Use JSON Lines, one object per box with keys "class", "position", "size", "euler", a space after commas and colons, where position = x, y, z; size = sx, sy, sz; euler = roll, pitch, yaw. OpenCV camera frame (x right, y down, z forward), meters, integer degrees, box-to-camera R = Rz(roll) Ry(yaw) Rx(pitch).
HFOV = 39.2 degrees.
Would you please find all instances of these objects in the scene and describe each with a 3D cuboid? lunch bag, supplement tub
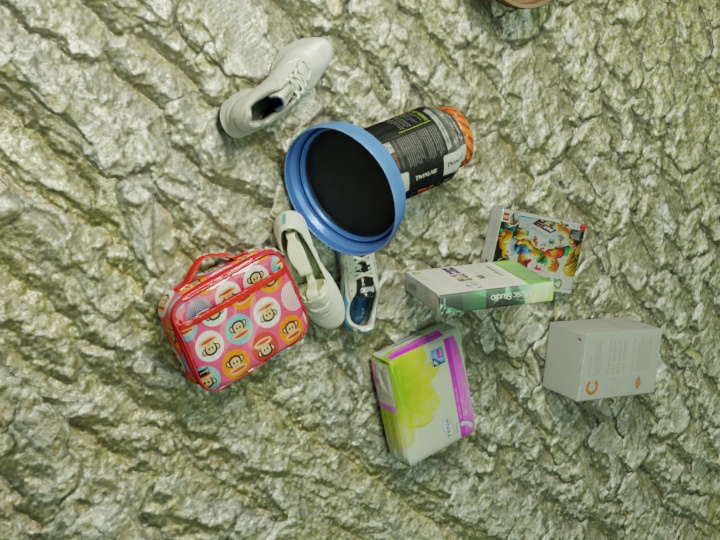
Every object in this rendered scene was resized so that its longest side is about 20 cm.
{"class": "lunch bag", "position": [-0.185, 0.055, 1.454], "size": [0.199, 0.082, 0.178], "euler": [-31, 111, -25]}
{"class": "supplement tub", "position": [0.066, -0.173, 1.531], "size": [0.198, 0.122, 0.124], "euler": [-24, 113, -25]}

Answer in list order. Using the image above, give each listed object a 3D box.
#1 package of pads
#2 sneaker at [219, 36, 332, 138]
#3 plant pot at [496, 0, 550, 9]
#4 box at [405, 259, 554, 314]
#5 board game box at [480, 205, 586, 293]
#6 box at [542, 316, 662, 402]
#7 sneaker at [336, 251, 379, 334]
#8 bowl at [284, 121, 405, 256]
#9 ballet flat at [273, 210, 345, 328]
{"class": "package of pads", "position": [0.104, 0.206, 1.670], "size": [0.153, 0.068, 0.202], "euler": [-23, 111, -27]}
{"class": "sneaker", "position": [-0.106, -0.255, 1.427], "size": [0.200, 0.087, 0.075], "euler": [-47, 118, -16]}
{"class": "plant pot", "position": [0.236, -0.511, 1.581], "size": [0.199, 0.092, 0.204], "euler": [-7, 103, -30]}
{"class": "box", "position": [0.188, 0.025, 1.615], "size": [0.198, 0.144, 0.037], "euler": [-7, 107, -17]}
{"class": "board game box", "position": [0.299, -0.034, 1.760], "size": [0.198, 0.035, 0.128], "euler": [7, 98, -33]}
{"class": "box", "position": [0.444, 0.160, 1.857], "size": [0.198, 0.097, 0.126], "euler": [-1, 102, -32]}
{"class": "sneaker", "position": [0.000, 0.000, 1.559], "size": [0.071, 0.072, 0.203], "euler": [-10, 104, -28]}
{"class": "bowl", "position": [-0.021, -0.119, 1.449], "size": [0.039, 0.199, 0.203], "euler": [-39, 120, -42]}
{"class": "ballet flat", "position": [-0.080, 0.009, 1.504], "size": [0.069, 0.069, 0.202], "euler": [-30, 111, -23]}
